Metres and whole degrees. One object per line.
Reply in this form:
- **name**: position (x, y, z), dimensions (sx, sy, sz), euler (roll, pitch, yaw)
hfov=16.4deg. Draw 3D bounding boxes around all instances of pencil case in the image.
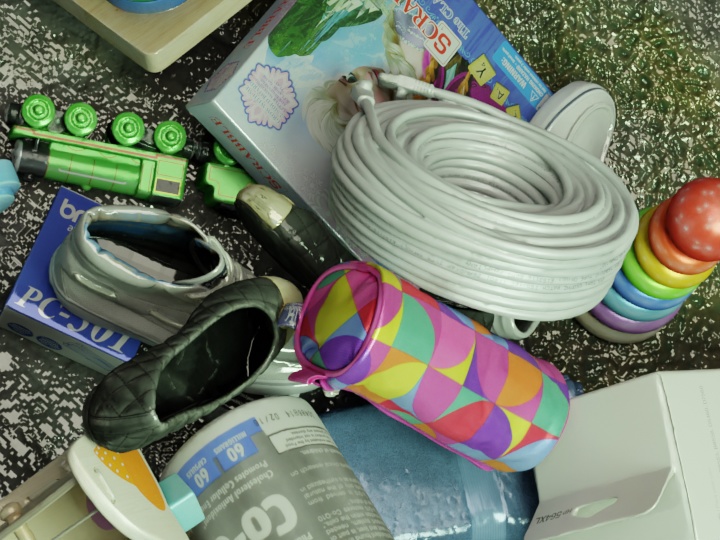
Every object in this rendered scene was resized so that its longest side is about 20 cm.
- **pencil case**: position (0.042, 0.063, 1.556), dimensions (0.200, 0.088, 0.089), euler (27, 65, -40)

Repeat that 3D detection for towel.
- **towel**: position (0.061, 0.134, 1.665), dimensions (0.199, 0.049, 0.112), euler (-7, 77, -19)

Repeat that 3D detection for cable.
- **cable**: position (0.075, -0.041, 1.590), dimensions (0.199, 0.069, 0.200), euler (17, 27, -3)

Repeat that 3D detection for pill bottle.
- **pill bottle**: position (-0.032, 0.187, 1.546), dimensions (0.114, 0.114, 0.200), euler (-23, 63, -21)

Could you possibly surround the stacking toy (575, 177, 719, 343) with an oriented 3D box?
- **stacking toy**: position (0.206, -0.015, 1.667), dimensions (0.085, 0.200, 0.086), euler (5, 73, -15)

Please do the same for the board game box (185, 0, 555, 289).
- **board game box**: position (0.013, -0.112, 1.693), dimensions (0.200, 0.041, 0.200), euler (46, 66, -21)

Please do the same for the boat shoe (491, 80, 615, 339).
- **boat shoe**: position (0.135, -0.038, 1.713), dimensions (0.074, 0.065, 0.200), euler (36, 73, -41)

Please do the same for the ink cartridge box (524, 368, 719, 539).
- **ink cartridge box**: position (0.210, 0.136, 1.625), dimensions (0.200, 0.128, 0.126), euler (1, 73, -43)

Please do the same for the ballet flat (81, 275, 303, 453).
- **ballet flat**: position (-0.088, 0.058, 1.493), dimensions (0.200, 0.057, 0.067), euler (-37, 120, -49)

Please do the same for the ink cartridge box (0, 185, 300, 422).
- **ink cartridge box**: position (-0.127, 0.032, 1.642), dimensions (0.200, 0.044, 0.094), euler (26, 67, -7)

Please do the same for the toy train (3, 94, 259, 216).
- **toy train**: position (-0.142, -0.073, 1.672), dimensions (0.199, 0.042, 0.057), euler (10, 82, -13)

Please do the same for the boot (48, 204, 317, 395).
- **boot**: position (-0.095, 0.018, 1.579), dimensions (0.199, 0.096, 0.074), euler (17, 67, -11)

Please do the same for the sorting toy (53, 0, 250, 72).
- **sorting toy**: position (-0.135, -0.258, 1.666), dimensions (0.199, 0.070, 0.200), euler (37, 65, 27)

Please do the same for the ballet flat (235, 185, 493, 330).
- **ballet flat**: position (0.000, 0.000, 1.626), dimensions (0.200, 0.066, 0.057), euler (36, 86, -24)

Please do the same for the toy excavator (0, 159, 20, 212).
- **toy excavator**: position (-0.289, 0.011, 1.572), dimensions (0.194, 0.100, 0.200), euler (-22, 82, -21)

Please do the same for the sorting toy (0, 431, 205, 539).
- **sorting toy**: position (-0.143, 0.193, 1.535), dimensions (0.180, 0.200, 0.107), euler (54, 46, 0)
